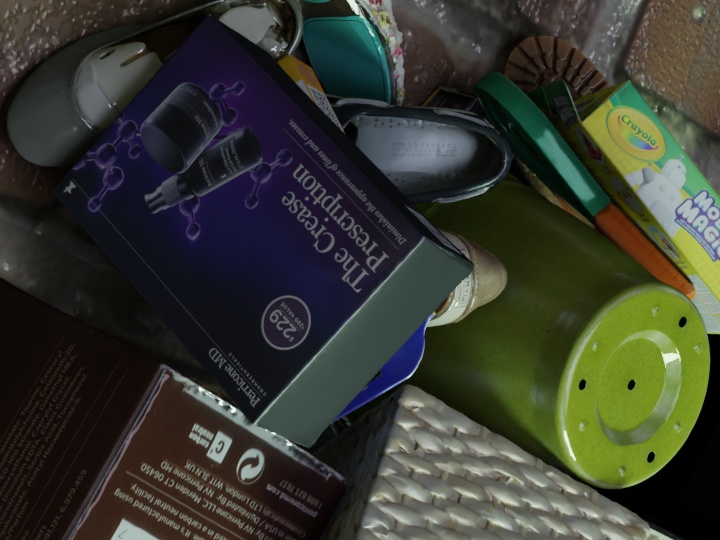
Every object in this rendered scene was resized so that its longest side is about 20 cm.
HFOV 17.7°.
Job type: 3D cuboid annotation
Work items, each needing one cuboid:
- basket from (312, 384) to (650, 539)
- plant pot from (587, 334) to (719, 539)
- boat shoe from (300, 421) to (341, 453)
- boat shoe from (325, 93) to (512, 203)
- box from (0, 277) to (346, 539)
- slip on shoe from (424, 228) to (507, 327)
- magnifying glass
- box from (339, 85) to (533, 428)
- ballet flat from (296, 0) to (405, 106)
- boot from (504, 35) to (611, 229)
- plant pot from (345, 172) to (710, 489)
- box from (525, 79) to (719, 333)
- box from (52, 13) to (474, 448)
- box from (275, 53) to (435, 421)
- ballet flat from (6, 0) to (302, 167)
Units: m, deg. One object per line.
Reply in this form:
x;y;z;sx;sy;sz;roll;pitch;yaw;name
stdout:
0.041;0.206;1.371;0.199;0.161;0.199;30;48;-12;basket
0.280;0.115;1.701;0.177;0.199;0.201;32;83;-53;plant pot
0.002;0.159;1.555;0.062;0.075;0.200;-43;119;-7;boat shoe
-0.005;-0.074;1.423;0.198;0.060;0.076;-6;97;-6;boat shoe
-0.152;0.130;1.329;0.166;0.199;0.165;35;81;-41;box
0.000;0.000;1.418;0.060;0.199;0.077;-6;93;-49;slip on shoe
0.144;-0.052;1.501;0.022;0.200;0.080;-38;165;-6;magnifying glass
0.039;0.003;1.548;0.200;0.049;0.160;-48;126;-17;box
-0.014;-0.179;1.432;0.064;0.075;0.201;-58;137;-31;ballet flat
0.155;-0.072;1.609;0.075;0.107;0.201;-30;98;-1;boot
0.111;0.049;1.463;0.199;0.192;0.202;-13;112;-35;plant pot
0.188;-0.049;1.502;0.048;0.117;0.200;-41;96;-8;box
-0.057;-0.023;1.298;0.141;0.200;0.079;-49;152;9;box
-0.042;-0.012;1.361;0.119;0.201;0.041;-32;160;14;box
-0.118;-0.122;1.361;0.199;0.064;0.068;-28;93;-32;ballet flat
